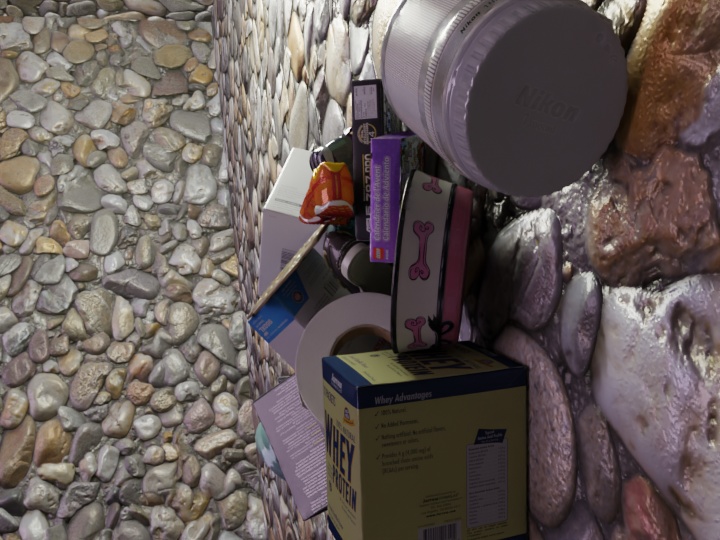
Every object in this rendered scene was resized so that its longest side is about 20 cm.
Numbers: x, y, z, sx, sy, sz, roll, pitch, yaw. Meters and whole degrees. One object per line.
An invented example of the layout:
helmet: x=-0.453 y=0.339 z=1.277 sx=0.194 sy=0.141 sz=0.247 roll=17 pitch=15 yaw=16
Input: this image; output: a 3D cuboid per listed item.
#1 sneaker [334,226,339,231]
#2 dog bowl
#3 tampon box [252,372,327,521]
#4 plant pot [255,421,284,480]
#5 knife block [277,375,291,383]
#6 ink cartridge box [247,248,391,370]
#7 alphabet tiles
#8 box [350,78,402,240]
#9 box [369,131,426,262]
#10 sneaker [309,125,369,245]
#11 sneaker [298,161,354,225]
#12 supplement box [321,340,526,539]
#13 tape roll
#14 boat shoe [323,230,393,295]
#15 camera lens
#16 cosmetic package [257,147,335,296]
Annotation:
sneaker: x=-0.010 y=-0.095 z=1.141 sx=0.080 sy=0.087 sz=0.204 roll=-91 pitch=13 yaw=-50
dog bowl: x=0.082 y=-0.007 z=0.795 sx=0.200 sy=0.071 sz=0.207 roll=7 pitch=-90 yaw=-81
tampon box: x=-0.052 y=0.265 z=1.148 sx=0.125 sy=0.149 sz=0.204 roll=-34 pitch=72 yaw=23
plant pot: x=-0.094 y=0.308 z=1.415 sx=0.136 sy=0.196 sz=0.202 roll=-61 pitch=31 yaw=23
knife block: x=-0.061 y=0.210 z=1.267 sx=0.200 sy=0.170 sz=0.066 roll=155 pitch=108 yaw=-72
ink cartridge box: x=-0.053 y=0.092 z=1.094 sx=0.084 sy=0.200 sz=0.145 roll=-40 pitch=7 yaw=36
alphabet tiles: x=-0.101 y=-0.008 z=1.066 sx=0.167 sy=0.006 sz=0.201 roll=-47 pitch=8 yaw=21
box: x=0.028 y=-0.148 z=0.988 sx=0.161 sy=0.048 sz=0.207 roll=-23 pitch=-69 yaw=-74
box: x=0.050 y=-0.099 z=0.893 sx=0.200 sy=0.038 sz=0.141 roll=-43 pitch=-46 yaw=-72
sneaker: x=0.003 y=-0.107 z=1.058 sx=0.074 sy=0.087 sz=0.203 roll=22 pitch=145 yaw=50
sneaker: x=-0.042 y=-0.102 z=0.967 sx=0.200 sy=0.071 sz=0.080 roll=164 pitch=106 yaw=-75
supplement box: x=0.068 y=0.199 z=0.789 sx=0.134 sy=0.194 sz=0.207 roll=-163 pitch=70 yaw=-70
tape roll: x=0.008 y=0.131 z=0.972 sx=0.037 sy=0.197 sz=0.208 roll=81 pitch=177 yaw=-67
boat shoe: x=0.000 y=0.000 z=1.038 sx=0.060 sy=0.072 sz=0.202 roll=36 pitch=171 yaw=25
camera lens: x=0.113 y=-0.169 z=0.620 sx=0.201 sy=0.155 sz=0.164 roll=-122 pitch=32 yaw=-57
cosmetic package: x=-0.106 y=-0.079 z=1.325 sx=0.202 sy=0.119 sz=0.203 roll=-72 pitch=-5 yaw=-49
